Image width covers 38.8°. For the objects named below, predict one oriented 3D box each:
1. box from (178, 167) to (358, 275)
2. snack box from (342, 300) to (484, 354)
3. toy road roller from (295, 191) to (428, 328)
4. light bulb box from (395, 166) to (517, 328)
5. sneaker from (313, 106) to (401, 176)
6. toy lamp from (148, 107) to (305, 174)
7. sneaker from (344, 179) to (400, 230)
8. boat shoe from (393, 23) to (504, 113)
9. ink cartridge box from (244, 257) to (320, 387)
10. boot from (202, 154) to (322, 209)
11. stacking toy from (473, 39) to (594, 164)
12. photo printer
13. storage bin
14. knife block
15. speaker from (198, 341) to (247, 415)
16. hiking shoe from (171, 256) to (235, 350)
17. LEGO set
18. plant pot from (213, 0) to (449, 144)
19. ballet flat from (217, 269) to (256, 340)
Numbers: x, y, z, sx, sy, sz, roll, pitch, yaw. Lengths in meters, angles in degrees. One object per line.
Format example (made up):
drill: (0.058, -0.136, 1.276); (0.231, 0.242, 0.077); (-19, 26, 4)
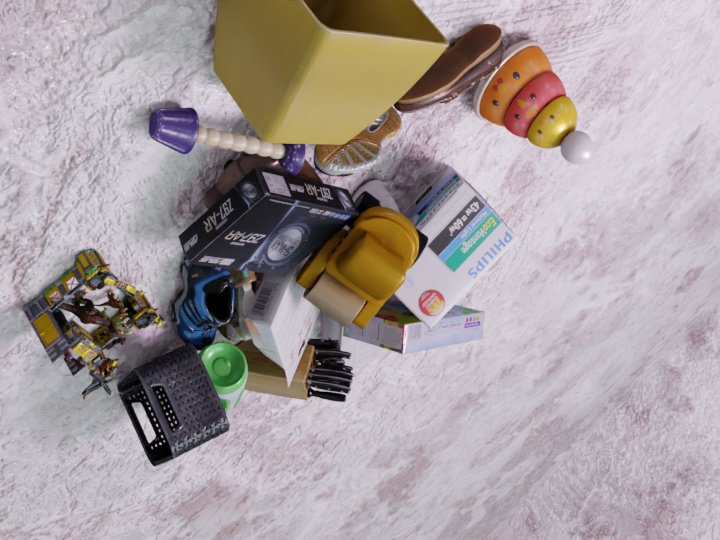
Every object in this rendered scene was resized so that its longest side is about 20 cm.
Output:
box: (-0.120, -0.061, 1.373); (0.159, 0.044, 0.199); (-37, 155, 27)
snack box: (0.088, 0.087, 1.680); (0.198, 0.141, 0.054); (-5, 104, -44)
toy road roller: (0.000, 0.000, 1.445); (0.201, 0.122, 0.146); (-51, -169, 21)
light bulb box: (0.126, -0.042, 1.617); (0.198, 0.125, 0.200); (-46, -171, 8)
sneaker: (-0.013, -0.162, 1.394); (0.088, 0.076, 0.200); (-41, 180, 38)
toy lamp: (-0.164, -0.162, 1.264); (0.197, 0.059, 0.059); (7, 127, -34)
sneaker: (-0.009, -0.042, 1.605); (0.070, 0.080, 0.201); (-1, 132, -50)
boat shoe: (0.129, -0.275, 1.466); (0.198, 0.071, 0.071); (-32, 145, -16)
ink cartridge box: (-0.114, 0.062, 1.576); (0.201, 0.049, 0.164); (86, 23, -58)
boot: (-0.129, -0.102, 1.414); (0.145, 0.071, 0.200); (-36, 149, 4)
stacking toy: (0.282, -0.238, 1.552); (0.145, 0.200, 0.147); (-35, 156, -19)
photo printer: (0.010, 0.091, 1.802); (0.165, 0.070, 0.202); (-27, 146, -24)
storage bin: (-0.275, 0.198, 1.490); (0.093, 0.137, 0.200); (-24, 176, -24)
knife block: (-0.113, 0.173, 1.665); (0.198, 0.176, 0.064); (-29, 148, -18)
speaker: (-0.227, 0.179, 1.586); (0.087, 0.089, 0.200); (-24, 165, -25)
hiking shoe: (-0.225, 0.059, 1.479); (0.074, 0.087, 0.202); (-22, 145, -28)
LEGO set: (-0.338, 0.081, 1.348); (0.153, 0.116, 0.201); (-35, 150, -10)
plant pot: (-0.057, -0.256, 1.167); (0.198, 0.201, 0.177); (-6, 141, -44)
ballet flat: (-0.179, 0.059, 1.545); (0.067, 0.073, 0.202); (-20, 144, -25)
